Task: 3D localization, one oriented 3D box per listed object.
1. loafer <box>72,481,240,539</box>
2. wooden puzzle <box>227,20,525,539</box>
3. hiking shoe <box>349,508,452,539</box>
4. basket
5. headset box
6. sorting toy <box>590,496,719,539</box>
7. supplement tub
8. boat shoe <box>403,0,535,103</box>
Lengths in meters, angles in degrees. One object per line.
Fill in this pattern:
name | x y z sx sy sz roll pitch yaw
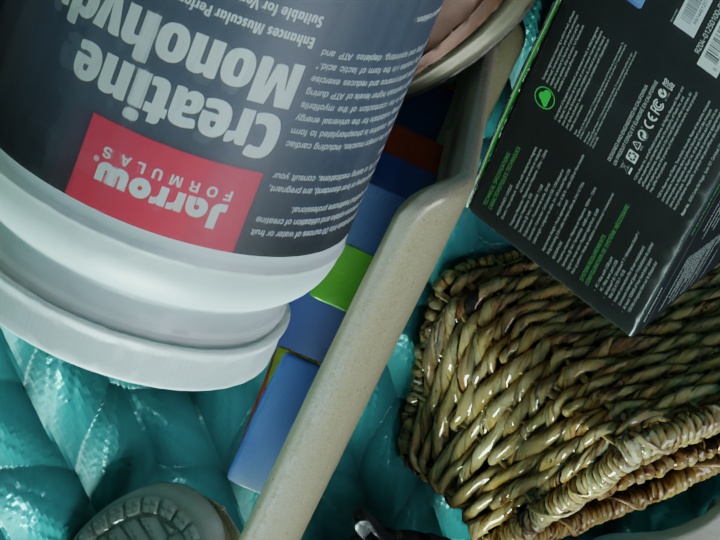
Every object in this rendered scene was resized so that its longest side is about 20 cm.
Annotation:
loafer | -0.098 0.169 1.017 0.070 0.075 0.200 -8 136 -47
wooden puzzle | 0.000 0.000 0.915 0.200 0.046 0.186 -66 180 -62
hiking shoe | -0.021 0.188 1.112 0.100 0.076 0.200 28 116 -20
basket | 0.137 0.072 1.094 0.200 0.149 0.143 -16 131 -36
headset box | 0.158 -0.098 0.954 0.200 0.093 0.174 -35 157 -43
sorting toy | 0.233 0.132 1.241 0.200 0.107 0.180 -16 147 -35
supplement tub | -0.053 -0.076 0.791 0.140 0.140 0.200 0 121 -44
boat shoe | 0.045 -0.149 0.890 0.200 0.076 0.074 -47 125 -11
